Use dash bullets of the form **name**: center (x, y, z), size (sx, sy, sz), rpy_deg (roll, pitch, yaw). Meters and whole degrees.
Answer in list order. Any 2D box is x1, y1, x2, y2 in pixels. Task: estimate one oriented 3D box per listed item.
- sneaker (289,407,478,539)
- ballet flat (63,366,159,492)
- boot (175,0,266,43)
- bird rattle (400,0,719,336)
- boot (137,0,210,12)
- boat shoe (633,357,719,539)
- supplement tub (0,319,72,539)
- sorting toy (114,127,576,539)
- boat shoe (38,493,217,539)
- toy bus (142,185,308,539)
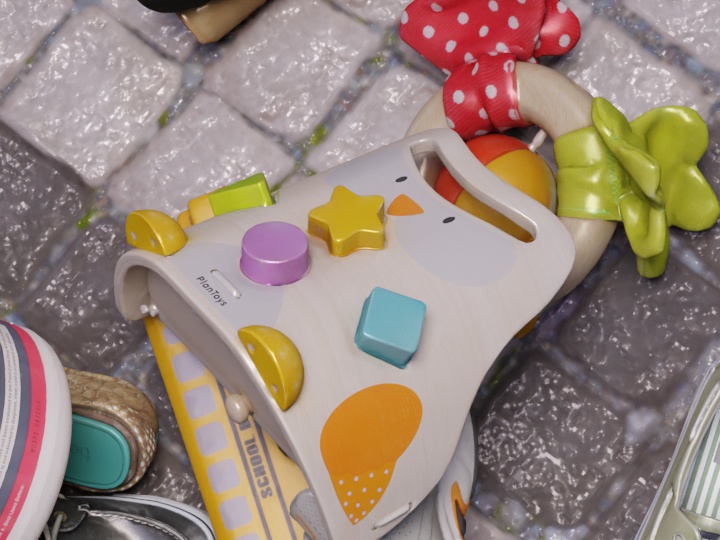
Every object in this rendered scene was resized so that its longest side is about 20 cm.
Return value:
- **sneaker**: center (0.011, 0.141, 0.873), size (0.091, 0.076, 0.201), rpy_deg (10, 50, -24)
- **ballet flat**: center (-0.199, 0.071, 0.993), size (0.199, 0.065, 0.071), rpy_deg (18, 112, 10)
- **boot**: center (-0.016, -0.191, 1.026), size (0.199, 0.066, 0.175), rpy_deg (-37, 61, -1)
- **bird rattle**: center (0.079, -0.062, 0.953), size (0.200, 0.113, 0.163), rpy_deg (42, 103, 19)
- **boot**: center (-0.067, -0.248, 0.992), size (0.199, 0.069, 0.175), rpy_deg (-22, 63, 11)
- **boat shoe**: center (0.169, 0.132, 0.912), size (0.071, 0.062, 0.202), rpy_deg (12, 80, 13)
- **supplement tub**: center (-0.248, 0.067, 0.852), size (0.140, 0.199, 0.141), rpy_deg (-27, 51, 40)
- **sorting toy**: center (0.000, 0.000, 0.873), size (0.179, 0.107, 0.200), rpy_deg (-31, 49, -21)
- **boat shoe**: center (-0.169, 0.152, 0.961), size (0.198, 0.071, 0.073), rpy_deg (-3, 76, 9)
- **toy bus**: center (-0.058, 0.062, 0.968), size (0.078, 0.065, 0.201), rpy_deg (-22, 74, 5)
